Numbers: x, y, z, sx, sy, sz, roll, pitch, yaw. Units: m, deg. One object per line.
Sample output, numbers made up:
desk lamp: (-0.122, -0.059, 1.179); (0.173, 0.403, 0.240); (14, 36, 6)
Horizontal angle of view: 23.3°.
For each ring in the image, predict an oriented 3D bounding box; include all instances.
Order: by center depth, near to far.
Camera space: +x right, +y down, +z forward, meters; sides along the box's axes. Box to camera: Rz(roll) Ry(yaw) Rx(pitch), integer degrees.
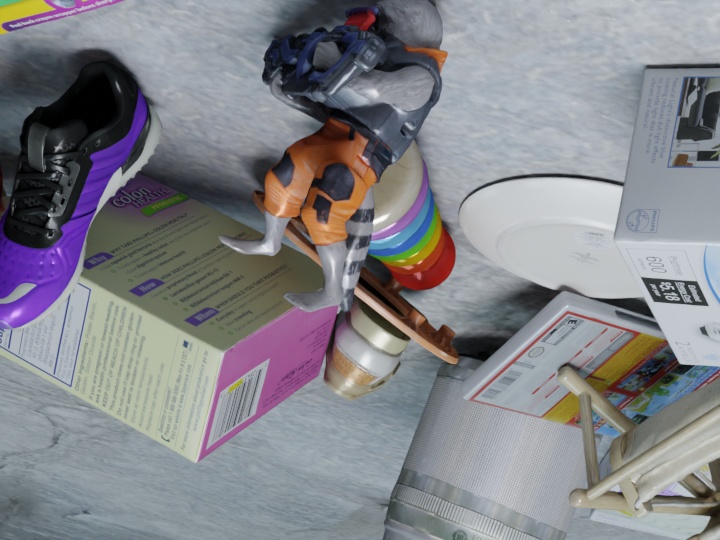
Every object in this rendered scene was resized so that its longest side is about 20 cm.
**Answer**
ring: (0.000, 0.000, 1.311); (0.200, 0.019, 0.200); (39, -175, -4)

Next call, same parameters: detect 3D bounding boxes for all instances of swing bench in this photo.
swing bench: (0.294, 0.120, 1.358); (0.199, 0.130, 0.199); (26, 134, -28)

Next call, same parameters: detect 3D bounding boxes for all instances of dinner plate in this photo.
dinner plate: (0.170, -0.016, 1.310); (0.199, 0.024, 0.200); (10, 157, 4)

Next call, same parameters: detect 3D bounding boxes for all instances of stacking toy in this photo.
stacking toy: (0.029, -0.035, 1.275); (0.085, 0.086, 0.200); (4, 162, 20)

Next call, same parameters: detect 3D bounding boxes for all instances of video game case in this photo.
video game case: (0.202, 0.084, 1.440); (0.199, 0.018, 0.143); (16, 136, -30)

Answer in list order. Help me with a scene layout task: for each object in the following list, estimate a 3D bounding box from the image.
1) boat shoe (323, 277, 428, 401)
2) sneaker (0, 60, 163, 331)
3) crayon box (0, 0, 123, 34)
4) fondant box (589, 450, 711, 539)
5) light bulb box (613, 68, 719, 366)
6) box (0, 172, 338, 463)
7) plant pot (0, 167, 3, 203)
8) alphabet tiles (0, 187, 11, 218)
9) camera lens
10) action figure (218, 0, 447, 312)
boat shoe: (0.005, 0.052, 1.402); (0.075, 0.069, 0.200); (36, -170, 4)
sneaker: (-0.212, -0.060, 1.187); (0.069, 0.201, 0.100); (20, 158, 17)
crayon box: (-0.209, -0.214, 0.987); (0.199, 0.059, 0.172); (-7, 150, 39)
fondant box: (0.318, 0.215, 1.745); (0.143, 0.059, 0.200); (12, 157, 2)
light bulb box: (0.284, -0.026, 1.085); (0.199, 0.125, 0.198); (3, 156, 26)
box: (-0.145, 0.029, 1.294); (0.199, 0.176, 0.097); (27, 119, 19)
plant pot: (-0.360, -0.062, 1.210); (0.200, 0.201, 0.182); (-12, 136, 46)
alphabet tiles: (-0.371, -0.025, 1.382); (0.196, 0.199, 0.015); (42, 148, 55)
camera lens: (0.119, 0.184, 1.562); (0.159, 0.201, 0.160); (21, 172, 3)
action figure: (-0.010, -0.085, 1.059); (0.104, 0.194, 0.200); (26, -174, -19)
